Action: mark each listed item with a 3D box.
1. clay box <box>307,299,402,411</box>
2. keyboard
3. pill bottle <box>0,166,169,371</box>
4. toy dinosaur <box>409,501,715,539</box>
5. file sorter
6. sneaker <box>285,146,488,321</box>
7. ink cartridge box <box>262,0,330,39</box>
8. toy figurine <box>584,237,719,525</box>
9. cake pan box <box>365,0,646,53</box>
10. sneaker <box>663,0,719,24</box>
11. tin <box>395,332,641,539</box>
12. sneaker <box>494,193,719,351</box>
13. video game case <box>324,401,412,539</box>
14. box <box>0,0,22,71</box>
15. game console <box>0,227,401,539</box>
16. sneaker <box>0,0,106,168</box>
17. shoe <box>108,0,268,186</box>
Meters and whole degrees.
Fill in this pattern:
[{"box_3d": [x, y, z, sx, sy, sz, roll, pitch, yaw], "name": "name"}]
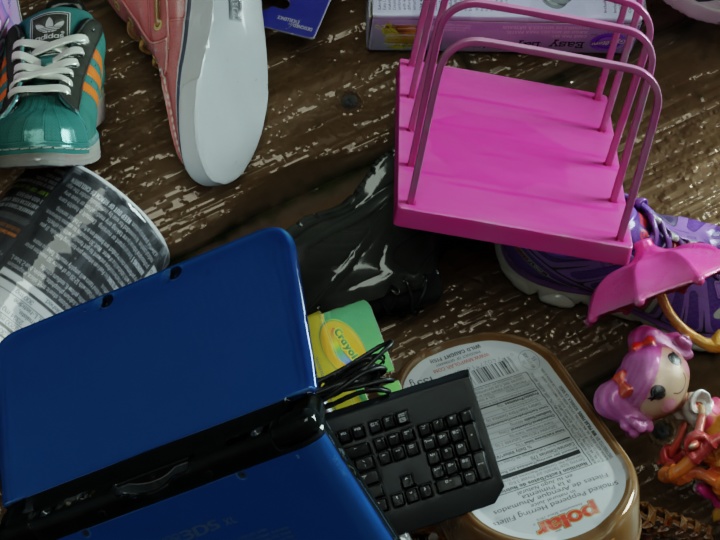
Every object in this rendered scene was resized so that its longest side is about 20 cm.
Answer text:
[{"box_3d": [-0.067, 0.105, 1.259, 0.199, 0.048, 0.116, -21, 79, 3], "name": "clay box"}, {"box_3d": [-0.028, 0.107, 1.190, 0.199, 0.040, 0.105, -19, 81, 4], "name": "keyboard"}, {"box_3d": [-0.210, 0.038, 1.277, 0.106, 0.106, 0.200, 33, 70, 10], "name": "pill bottle"}, {"box_3d": [0.102, 0.162, 1.257, 0.199, 0.102, 0.136, -18, 51, 13], "name": "toy dinosaur"}, {"box_3d": [0.100, -0.116, 1.285, 0.138, 0.126, 0.200, 10, 30, -4], "name": "file sorter"}, {"box_3d": [0.000, 0.000, 1.324, 0.200, 0.076, 0.091, -39, 79, -16], "name": "sneaker"}, {"box_3d": [-0.035, -0.254, 1.410, 0.094, 0.037, 0.201, 17, 79, 28], "name": "ink cartridge box"}, {"box_3d": [0.207, 0.071, 1.252, 0.183, 0.150, 0.201, 31, 73, 1], "name": "toy figurine"}, {"box_3d": [0.091, -0.243, 1.438, 0.183, 0.052, 0.202, 0, 68, -6], "name": "cake pan box"}, {"box_3d": [0.282, -0.206, 1.371, 0.198, 0.130, 0.080, 23, 61, -7], "name": "sneaker"}, {"box_3d": [0.087, 0.107, 1.251, 0.111, 0.042, 0.200, -20, 40, -11], "name": "tin"}, {"box_3d": [0.182, -0.005, 1.329, 0.198, 0.084, 0.081, 9, 68, -1], "name": "sneaker"}, {"box_3d": [-0.034, 0.185, 1.211, 0.143, 0.018, 0.201, -33, 81, 2], "name": "video game case"}, {"box_3d": [-0.316, -0.157, 1.311, 0.199, 0.176, 0.097, 18, 68, 3], "name": "box"}, {"box_3d": [-0.090, 0.102, 1.179, 0.199, 0.171, 0.119, -21, 28, 20], "name": "game console"}, {"box_3d": [-0.189, -0.113, 1.287, 0.071, 0.200, 0.081, -2, 107, -3], "name": "sneaker"}, {"box_3d": [-0.115, -0.154, 1.385, 0.091, 0.071, 0.202, 0, 88, 37], "name": "shoe"}]
